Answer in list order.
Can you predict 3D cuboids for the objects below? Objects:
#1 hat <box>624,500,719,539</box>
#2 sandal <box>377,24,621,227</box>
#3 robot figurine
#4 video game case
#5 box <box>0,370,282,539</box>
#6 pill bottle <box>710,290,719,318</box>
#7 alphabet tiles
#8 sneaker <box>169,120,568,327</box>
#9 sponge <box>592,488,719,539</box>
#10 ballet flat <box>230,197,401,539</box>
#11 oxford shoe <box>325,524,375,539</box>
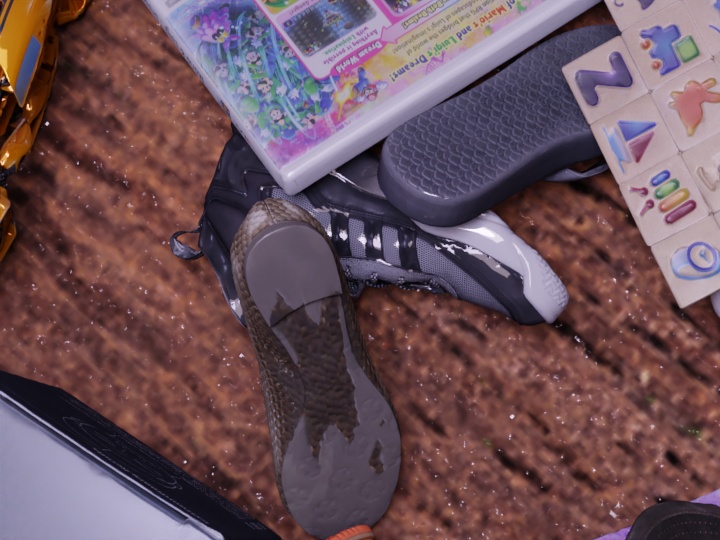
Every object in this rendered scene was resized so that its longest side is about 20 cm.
[{"bbox_3d":[0.168,0.199,0.798,0.200,0.200,0.081,39,125,9],"label":"hat"},{"bbox_3d":[0.091,-0.071,0.940,0.199,0.043,0.076,-22,55,-26],"label":"sandal"},{"bbox_3d":[-0.188,-0.078,0.948,0.058,0.145,0.201,17,79,-4],"label":"robot figurine"},{"bbox_3d":[-0.004,-0.157,0.961,0.199,0.024,0.182,-32,67,-11],"label":"video game case"},{"bbox_3d":[-0.134,0.130,0.879,0.148,0.200,0.107,33,86,9],"label":"box"},{"bbox_3d":[0.223,-0.031,0.917,0.103,0.104,0.201,2,82,5],"label":"pill bottle"},{"bbox_3d":[0.181,-0.108,0.886,0.167,0.008,0.201,-29,72,14],"label":"alphabet tiles"},{"bbox_3d":[0.000,0.000,0.951,0.199,0.075,0.114,31,86,14],"label":"sneaker"},{"bbox_3d":[0.171,0.206,0.881,0.111,0.030,0.201,-24,61,23],"label":"sponge"},{"bbox_3d":[-0.025,0.049,0.914,0.067,0.201,0.046,-22,36,-10],"label":"ballet flat"},{"bbox_3d":[-0.035,0.192,0.883,0.073,0.200,0.071,43,130,4],"label":"oxford shoe"}]
